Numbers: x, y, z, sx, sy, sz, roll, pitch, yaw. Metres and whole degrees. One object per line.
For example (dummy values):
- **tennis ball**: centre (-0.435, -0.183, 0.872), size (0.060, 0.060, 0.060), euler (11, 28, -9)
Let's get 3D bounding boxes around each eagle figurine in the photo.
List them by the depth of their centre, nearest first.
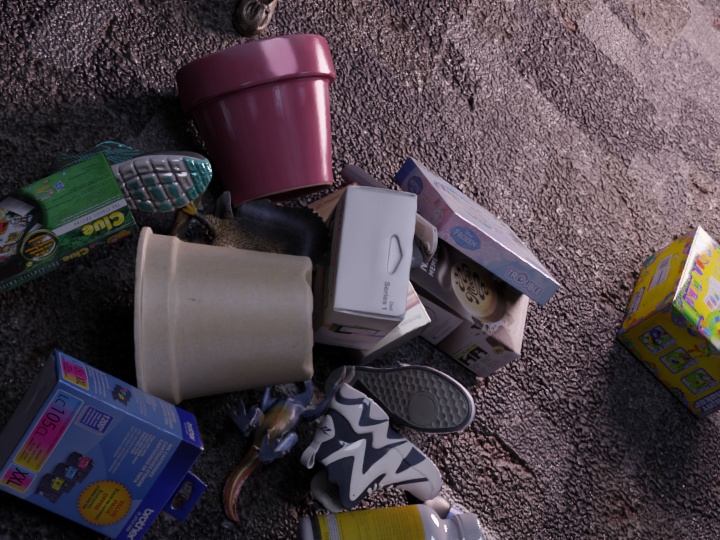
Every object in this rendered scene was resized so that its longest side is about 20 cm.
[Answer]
- **eagle figurine**: centre (-0.135, -0.016, 1.696), size (0.199, 0.152, 0.152), euler (26, 71, 7)

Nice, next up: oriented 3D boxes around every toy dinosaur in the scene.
- **toy dinosaur**: centre (-0.103, 0.166, 1.685), size (0.105, 0.201, 0.181), euler (37, 8, 7)

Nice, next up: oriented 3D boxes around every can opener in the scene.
- **can opener**: centre (0.030, -0.074, 1.885), size (0.066, 0.053, 0.200), euler (-8, 36, -35)

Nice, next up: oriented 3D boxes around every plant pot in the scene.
- **plant pot**: centre (-0.141, 0.054, 1.560), size (0.182, 0.201, 0.202), euler (0, 58, -2)
- **plant pot**: centre (-0.116, -0.178, 1.806), size (0.199, 0.199, 0.181), euler (-12, 88, -45)

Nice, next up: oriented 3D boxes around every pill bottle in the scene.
- **pill bottle**: centre (0.032, 0.317, 1.600), size (0.198, 0.112, 0.113), euler (-5, 62, -7)

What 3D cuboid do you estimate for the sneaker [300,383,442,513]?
- **sneaker**: centre (0.003, 0.235, 1.660), size (0.130, 0.079, 0.199), euler (-50, 134, -12)

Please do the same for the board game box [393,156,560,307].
- **board game box**: centre (0.155, -0.054, 1.975), size (0.199, 0.043, 0.199), euler (33, 12, -27)

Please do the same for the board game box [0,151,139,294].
- **board game box**: centre (-0.341, -0.043, 1.524), size (0.199, 0.024, 0.105), euler (-24, 57, -7)

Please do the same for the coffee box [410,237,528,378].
- **coffee box**: centre (0.122, 0.037, 1.942), size (0.199, 0.080, 0.114), euler (34, 45, -20)

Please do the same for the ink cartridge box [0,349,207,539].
- **ink cartridge box**: centre (-0.252, 0.186, 1.464), size (0.199, 0.137, 0.076), euler (29, 14, -26)

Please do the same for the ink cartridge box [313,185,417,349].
- **ink cartridge box**: centre (0.000, 0.000, 1.668), size (0.083, 0.200, 0.146), euler (8, 77, -8)

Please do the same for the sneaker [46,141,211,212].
- **sneaker**: centre (-0.266, -0.113, 1.634), size (0.198, 0.078, 0.092), euler (-8, 45, 2)

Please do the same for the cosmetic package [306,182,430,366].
- **cosmetic package**: centre (-0.006, 0.007, 1.817), size (0.103, 0.087, 0.201), euler (-28, 82, -13)

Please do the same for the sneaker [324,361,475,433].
- **sneaker**: centre (0.078, 0.155, 1.750), size (0.146, 0.201, 0.078), euler (17, 84, -53)

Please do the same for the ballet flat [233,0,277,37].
- **ballet flat**: centre (-0.133, -0.404, 2.027), size (0.067, 0.046, 0.201), euler (33, 46, -22)

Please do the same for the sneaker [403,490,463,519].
- **sneaker**: centre (0.049, 0.336, 1.702), size (0.078, 0.070, 0.200), euler (33, 45, 1)

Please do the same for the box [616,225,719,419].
- **box**: centre (0.521, 0.079, 2.236), size (0.193, 0.122, 0.200), euler (44, 43, -10)
